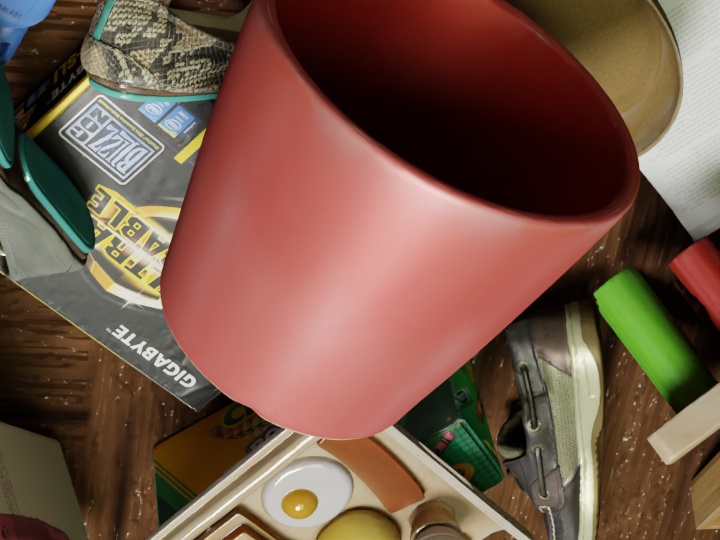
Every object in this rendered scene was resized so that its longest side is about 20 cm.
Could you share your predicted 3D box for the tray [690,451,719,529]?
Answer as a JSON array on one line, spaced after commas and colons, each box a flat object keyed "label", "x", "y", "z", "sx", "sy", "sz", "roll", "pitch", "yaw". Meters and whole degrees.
[{"label": "tray", "x": 0.274, "y": 0.111, "z": 1.286, "sx": 0.098, "sy": 0.037, "sz": 0.200, "roll": -1, "pitch": 157, "yaw": -9}]

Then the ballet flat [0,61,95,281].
[{"label": "ballet flat", "x": -0.190, "y": -0.058, "z": 1.047, "sx": 0.063, "sy": 0.068, "sz": 0.200, "roll": -14, "pitch": 143, "yaw": 7}]

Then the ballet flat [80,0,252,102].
[{"label": "ballet flat", "x": -0.054, "y": -0.115, "z": 1.081, "sx": 0.200, "sy": 0.068, "sz": 0.076, "roll": 5, "pitch": 108, "yaw": -48}]

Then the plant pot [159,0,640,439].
[{"label": "plant pot", "x": 0.003, "y": -0.029, "z": 1.018, "sx": 0.200, "sy": 0.201, "sz": 0.178, "roll": 20, "pitch": 126, "yaw": -22}]

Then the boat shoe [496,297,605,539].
[{"label": "boat shoe", "x": 0.115, "y": 0.101, "z": 1.298, "sx": 0.064, "sy": 0.073, "sz": 0.201, "roll": 0, "pitch": 123, "yaw": 4}]

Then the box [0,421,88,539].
[{"label": "box", "x": -0.235, "y": 0.155, "z": 1.182, "sx": 0.127, "sy": 0.109, "sz": 0.200, "roll": -20, "pitch": 168, "yaw": 4}]

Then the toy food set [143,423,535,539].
[{"label": "toy food set", "x": -0.022, "y": 0.165, "z": 1.172, "sx": 0.200, "sy": 0.061, "sz": 0.143, "roll": -39, "pitch": 122, "yaw": 17}]

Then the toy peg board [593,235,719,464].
[{"label": "toy peg board", "x": 0.222, "y": 0.010, "z": 1.190, "sx": 0.199, "sy": 0.200, "sz": 0.098, "roll": -38, "pitch": 81, "yaw": 4}]

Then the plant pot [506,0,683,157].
[{"label": "plant pot", "x": 0.072, "y": -0.125, "z": 1.092, "sx": 0.199, "sy": 0.028, "sz": 0.200, "roll": 18, "pitch": 147, "yaw": 12}]

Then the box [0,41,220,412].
[{"label": "box", "x": -0.107, "y": -0.031, "z": 1.172, "sx": 0.160, "sy": 0.049, "sz": 0.200, "roll": -41, "pitch": 122, "yaw": 17}]

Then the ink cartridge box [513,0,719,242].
[{"label": "ink cartridge box", "x": 0.173, "y": -0.117, "z": 1.156, "sx": 0.109, "sy": 0.050, "sz": 0.200, "roll": -32, "pitch": 125, "yaw": 14}]

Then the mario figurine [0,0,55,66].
[{"label": "mario figurine", "x": -0.164, "y": -0.169, "z": 1.056, "sx": 0.200, "sy": 0.123, "sz": 0.106, "roll": -38, "pitch": 86, "yaw": 27}]

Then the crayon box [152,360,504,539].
[{"label": "crayon box", "x": -0.022, "y": 0.113, "z": 1.245, "sx": 0.200, "sy": 0.119, "sz": 0.058, "roll": -30, "pitch": 124, "yaw": 12}]
